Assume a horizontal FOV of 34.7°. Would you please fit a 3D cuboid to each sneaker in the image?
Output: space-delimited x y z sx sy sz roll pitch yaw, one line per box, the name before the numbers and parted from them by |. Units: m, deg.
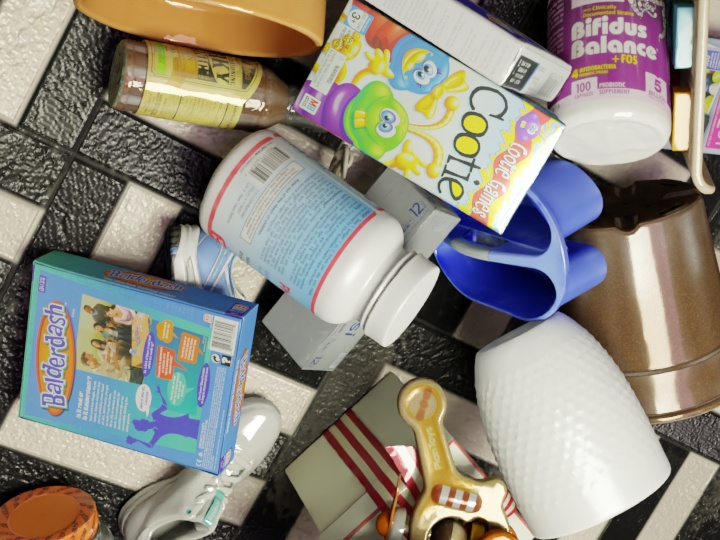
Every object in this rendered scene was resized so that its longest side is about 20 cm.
sneaker | -0.147 0.214 1.129 0.200 0.088 0.075 -44 118 -2
sneaker | -0.140 0.055 1.077 0.076 0.076 0.202 -5 113 -15

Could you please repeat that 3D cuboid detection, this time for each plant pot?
plant pot | 0.285 0.023 1.182 0.198 0.200 0.200 -19 108 -14
plant pot | -0.118 -0.260 0.911 0.198 0.200 0.142 8 91 -24

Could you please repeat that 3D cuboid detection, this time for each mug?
mug | 0.183 0.139 1.109 0.147 0.200 0.177 -27 89 -10

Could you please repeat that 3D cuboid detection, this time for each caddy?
caddy | 0.139 -0.034 1.094 0.104 0.199 0.143 -23 115 -29

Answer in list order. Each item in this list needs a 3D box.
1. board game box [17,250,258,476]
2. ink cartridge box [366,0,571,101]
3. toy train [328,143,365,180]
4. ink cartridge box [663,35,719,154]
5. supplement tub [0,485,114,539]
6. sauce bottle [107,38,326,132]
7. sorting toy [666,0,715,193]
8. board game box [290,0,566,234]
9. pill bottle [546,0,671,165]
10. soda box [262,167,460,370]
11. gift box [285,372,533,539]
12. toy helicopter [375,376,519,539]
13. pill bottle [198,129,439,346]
board game box | -0.199 0.081 1.024 0.198 0.045 0.154 15 108 9
ink cartridge box | 0.068 -0.213 0.949 0.199 0.198 0.044 38 106 14
toy train | 0.034 -0.122 1.087 0.115 0.085 0.201 23 107 -45
ink cartridge box | 0.308 -0.187 1.188 0.198 0.042 0.121 4 108 -22
supplement tub | -0.286 0.316 1.092 0.121 0.123 0.202 -11 113 -18
sauce bottle | -0.118 -0.157 1.013 0.198 0.065 0.065 6 108 -26
sorting toy | 0.299 -0.190 1.072 0.036 0.185 0.202 -4 110 11
board game box | 0.056 -0.132 0.962 0.199 0.105 0.104 30 103 -3
pill bottle | 0.227 -0.209 1.064 0.111 0.112 0.202 12 69 -25
soda box | 0.000 0.000 1.086 0.200 0.068 0.063 -51 154 15
gift box | 0.037 0.236 1.156 0.185 0.187 0.200 -46 120 0
toy helicopter | 0.065 0.198 1.043 0.131 0.079 0.202 -14 87 2
pill bottle | -0.034 -0.025 1.000 0.199 0.109 0.109 36 96 13
